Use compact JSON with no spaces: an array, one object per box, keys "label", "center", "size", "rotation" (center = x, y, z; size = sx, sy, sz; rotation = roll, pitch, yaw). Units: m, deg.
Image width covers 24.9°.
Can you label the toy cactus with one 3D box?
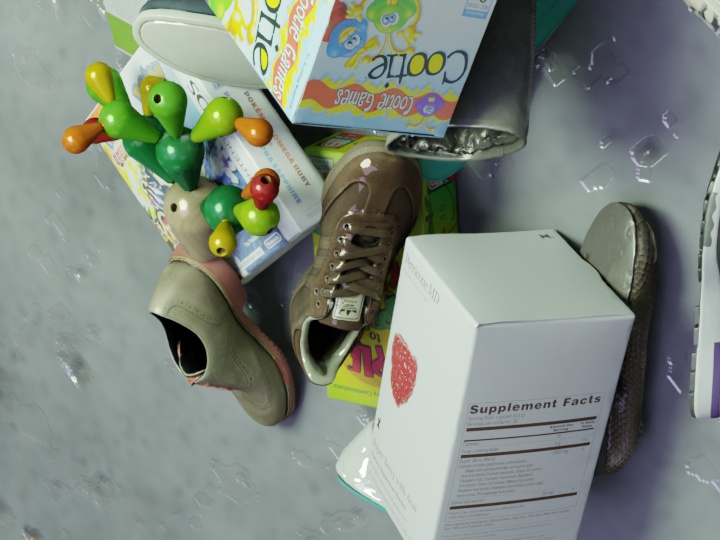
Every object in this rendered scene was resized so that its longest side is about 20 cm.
[{"label":"toy cactus","center":[-0.125,-0.061,1.139],"size":[0.200,0.102,0.165],"rotation":[28,150,25]}]

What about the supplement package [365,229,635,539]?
[{"label":"supplement package","center":[0.089,0.087,1.115],"size":[0.121,0.120,0.200],"rotation":[-126,39,-53]}]

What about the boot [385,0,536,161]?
[{"label":"boot","center":[0.046,-0.168,1.030],"size":[0.182,0.073,0.200],"rotation":[0,80,46]}]

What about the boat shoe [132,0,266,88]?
[{"label":"boat shoe","center":[-0.054,-0.166,1.116],"size":[0.200,0.062,0.075],"rotation":[7,156,-3]}]

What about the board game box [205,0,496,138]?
[{"label":"board game box","center":[-0.018,-0.176,0.962],"size":[0.200,0.105,0.103],"rotation":[55,133,46]}]

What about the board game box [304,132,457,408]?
[{"label":"board game box","center":[0.020,0.004,1.203],"size":[0.101,0.048,0.200],"rotation":[9,114,33]}]

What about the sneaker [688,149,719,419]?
[{"label":"sneaker","center":[0.260,0.004,1.027],"size":[0.087,0.076,0.200],"rotation":[6,117,18]}]

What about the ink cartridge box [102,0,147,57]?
[{"label":"ink cartridge box","center":[-0.124,-0.228,1.198],"size":[0.148,0.076,0.200],"rotation":[29,149,23]}]

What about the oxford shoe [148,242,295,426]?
[{"label":"oxford shoe","center":[-0.113,0.067,1.271],"size":[0.070,0.075,0.200],"rotation":[11,144,37]}]

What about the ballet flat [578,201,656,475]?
[{"label":"ballet flat","center":[0.178,0.048,1.114],"size":[0.067,0.046,0.200],"rotation":[-142,50,-61]}]

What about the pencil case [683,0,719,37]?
[{"label":"pencil case","center":[0.235,-0.157,0.952],"size":[0.200,0.089,0.078],"rotation":[47,130,11]}]

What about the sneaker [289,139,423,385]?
[{"label":"sneaker","center":[0.000,0.000,1.118],"size":[0.070,0.076,0.200],"rotation":[6,138,-13]}]

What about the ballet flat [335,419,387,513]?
[{"label":"ballet flat","center":[0.069,0.179,1.239],"size":[0.200,0.069,0.070],"rotation":[32,125,22]}]

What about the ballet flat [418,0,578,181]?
[{"label":"ballet flat","center":[0.083,-0.152,1.086],"size":[0.200,0.069,0.071],"rotation":[-56,49,30]}]

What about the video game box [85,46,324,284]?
[{"label":"video game box","center":[-0.117,-0.083,1.225],"size":[0.182,0.047,0.200],"rotation":[58,150,2]}]
